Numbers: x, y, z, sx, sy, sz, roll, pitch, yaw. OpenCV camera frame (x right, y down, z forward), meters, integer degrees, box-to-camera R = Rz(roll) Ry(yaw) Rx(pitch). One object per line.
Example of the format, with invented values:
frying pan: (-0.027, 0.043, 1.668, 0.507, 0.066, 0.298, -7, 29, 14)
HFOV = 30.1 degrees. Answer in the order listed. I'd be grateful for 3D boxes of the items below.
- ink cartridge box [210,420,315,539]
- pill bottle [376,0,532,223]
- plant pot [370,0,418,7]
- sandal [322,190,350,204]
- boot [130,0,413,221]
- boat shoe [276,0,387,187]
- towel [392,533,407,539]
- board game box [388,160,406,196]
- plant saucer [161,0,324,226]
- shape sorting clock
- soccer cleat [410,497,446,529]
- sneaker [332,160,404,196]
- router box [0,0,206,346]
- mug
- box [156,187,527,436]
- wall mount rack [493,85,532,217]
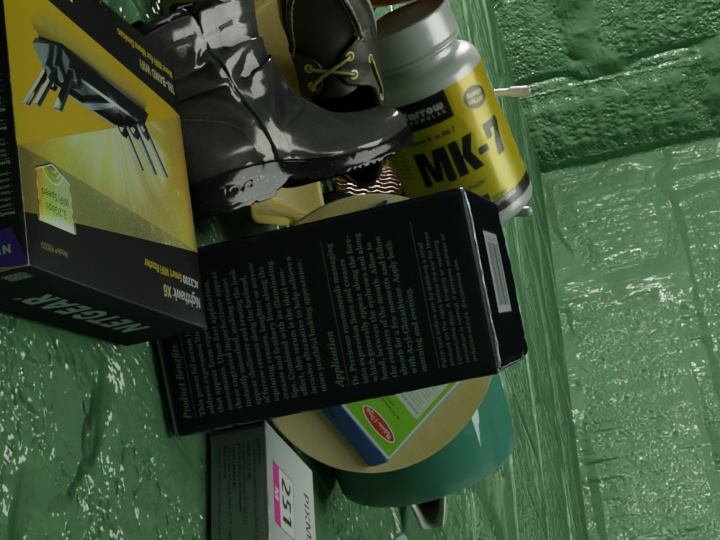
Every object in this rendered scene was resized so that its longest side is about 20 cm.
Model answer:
ink cartridge box: (-0.045, 0.222, 0.850, 0.174, 0.043, 0.202, 56, 25, -56)
pill bottle: (0.072, -0.138, 1.222, 0.115, 0.113, 0.201, -75, 142, -63)
plant pot: (0.026, -0.334, 1.173, 0.200, 0.198, 0.185, -21, 103, -77)
sandal: (-0.001, 0.001, 1.152, 0.201, 0.075, 0.048, 67, 29, -42)
boot: (-0.055, -0.116, 0.843, 0.199, 0.069, 0.133, -22, 97, -43)
boat shoe: (-0.015, -0.152, 1.034, 0.202, 0.071, 0.061, 69, 11, -46)
towel: (0.023, 0.308, 1.060, 0.200, 0.048, 0.173, 7, 71, -76)
board game box: (0.041, -0.051, 1.357, 0.120, 0.032, 0.202, -26, -108, 60)
plant saucer: (-0.086, -0.126, 0.967, 0.200, 0.048, 0.202, 1, 79, -77)
shape sorting clock: (0.010, 0.045, 0.969, 0.039, 0.198, 0.202, 0, -76, 65)
soccer cleat: (0.049, 0.163, 1.264, 0.086, 0.068, 0.201, -94, 170, -48)
sneaker: (0.007, -0.031, 1.272, 0.201, 0.074, 0.091, -90, -175, -56)
router box: (-0.142, -0.056, 0.651, 0.200, 0.052, 0.159, 32, 48, -73)
mug: (0.035, 0.100, 1.090, 0.185, 0.151, 0.115, -150, -139, -71)
box: (-0.010, 0.026, 0.822, 0.148, 0.198, 0.108, 1, 78, -77)
wall mount rack: (0.095, -0.121, 1.346, 0.173, 0.074, 0.202, 15, -70, 62)
